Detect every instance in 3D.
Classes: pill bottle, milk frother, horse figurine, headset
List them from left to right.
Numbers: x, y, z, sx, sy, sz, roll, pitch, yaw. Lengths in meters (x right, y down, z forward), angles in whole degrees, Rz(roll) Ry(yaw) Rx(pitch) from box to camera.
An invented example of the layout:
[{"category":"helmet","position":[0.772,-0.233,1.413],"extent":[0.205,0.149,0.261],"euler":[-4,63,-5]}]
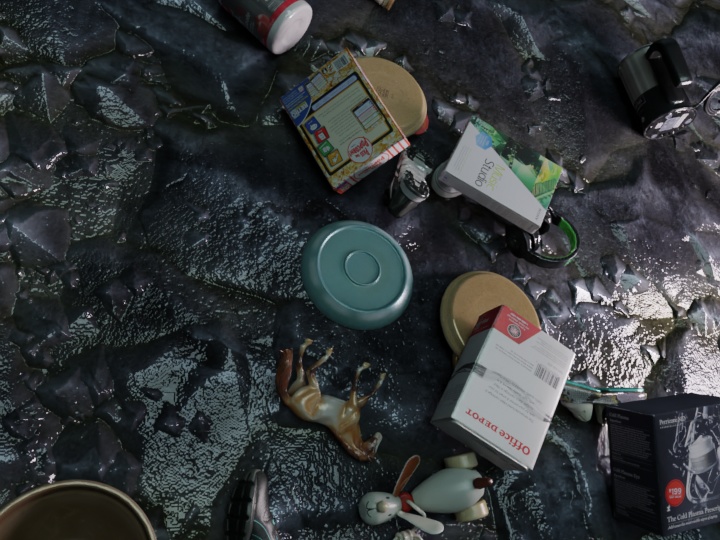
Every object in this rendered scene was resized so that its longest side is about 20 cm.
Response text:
[{"category":"pill bottle","position":[-0.196,-0.510,1.132],"extent":[0.200,0.111,0.111],"euler":[43,59,3]},{"category":"horse figurine","position":[-0.046,0.183,0.885],"extent":[0.199,0.050,0.133],"euler":[27,76,-16]},{"category":"headset","position":[0.315,-0.087,1.132],"extent":[0.200,0.094,0.124],"euler":[31,57,15]},{"category":"milk frother","position":[0.734,-0.430,1.405],"extent":[0.199,0.181,0.189],"euler":[-4,68,-19]}]

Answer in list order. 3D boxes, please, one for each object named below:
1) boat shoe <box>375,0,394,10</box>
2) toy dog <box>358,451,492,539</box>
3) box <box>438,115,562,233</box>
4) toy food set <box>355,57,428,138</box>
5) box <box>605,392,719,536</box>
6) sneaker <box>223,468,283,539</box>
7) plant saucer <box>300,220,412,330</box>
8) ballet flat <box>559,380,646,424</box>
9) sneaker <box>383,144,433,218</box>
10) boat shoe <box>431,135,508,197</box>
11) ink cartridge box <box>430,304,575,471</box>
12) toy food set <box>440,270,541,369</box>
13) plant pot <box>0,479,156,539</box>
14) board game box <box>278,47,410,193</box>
[{"category":"boat shoe","position":[0.071,-0.656,1.330],"extent":[0.065,0.072,0.201],"euler":[26,65,-8]},{"category":"toy dog","position":[0.107,0.318,0.857],"extent":[0.200,0.096,0.132],"euler":[-27,77,-29]},{"category":"box","position":[0.257,-0.176,1.105],"extent":[0.199,0.036,0.145],"euler":[30,65,-4]},{"category":"toy food set","position":[0.035,-0.321,1.155],"extent":[0.197,0.049,0.201],"euler":[3,63,-17]},{"category":"box","position":[0.513,0.303,0.983],"extent":[0.199,0.104,0.183],"euler":[-3,86,-22]},{"category":"sneaker","position":[-0.130,0.358,0.774],"extent":[0.079,0.075,0.201],"euler":[13,67,-30]},{"category":"plant saucer","position":[0.000,0.000,1.011],"extent":[0.199,0.027,0.201],"euler":[8,64,-17]},{"category":"ballet flat","position":[0.398,0.224,1.034],"extent":[0.199,0.072,0.072],"euler":[9,63,-15]},{"category":"sneaker","position":[0.080,-0.159,1.093],"extent":[0.066,0.091,0.200],"euler":[33,33,-13]},{"category":"boat shoe","position":[0.214,-0.210,1.166],"extent":[0.201,0.072,0.070],"euler":[-36,81,-31]},{"category":"ink cartridge box","position":[0.216,0.179,0.924],"extent":[0.147,0.083,0.200],"euler":[34,66,-6]},{"category":"toy food set","position":[0.223,0.094,1.037],"extent":[0.197,0.049,0.201],"euler":[-16,72,-27]},{"category":"plant pot","position":[-0.330,0.344,0.681],"extent":[0.200,0.093,0.202],"euler":[8,64,-17]},{"category":"board game box","position":[-0.030,-0.260,1.063],"extent":[0.151,0.046,0.201],"euler":[-33,77,12]}]
